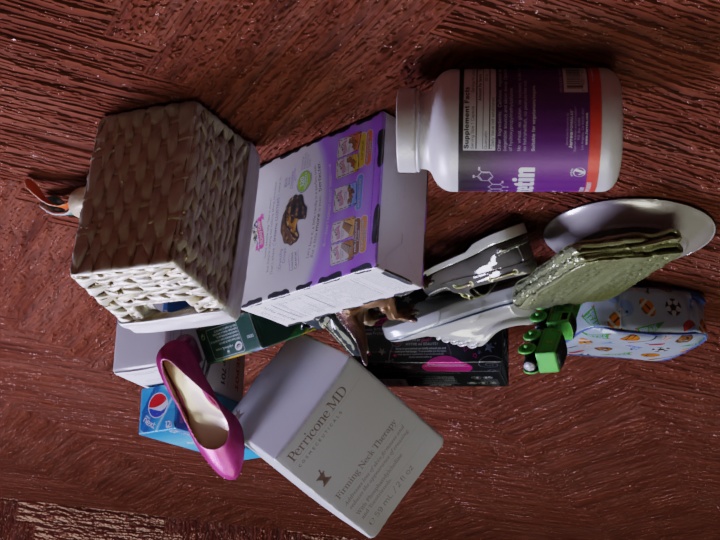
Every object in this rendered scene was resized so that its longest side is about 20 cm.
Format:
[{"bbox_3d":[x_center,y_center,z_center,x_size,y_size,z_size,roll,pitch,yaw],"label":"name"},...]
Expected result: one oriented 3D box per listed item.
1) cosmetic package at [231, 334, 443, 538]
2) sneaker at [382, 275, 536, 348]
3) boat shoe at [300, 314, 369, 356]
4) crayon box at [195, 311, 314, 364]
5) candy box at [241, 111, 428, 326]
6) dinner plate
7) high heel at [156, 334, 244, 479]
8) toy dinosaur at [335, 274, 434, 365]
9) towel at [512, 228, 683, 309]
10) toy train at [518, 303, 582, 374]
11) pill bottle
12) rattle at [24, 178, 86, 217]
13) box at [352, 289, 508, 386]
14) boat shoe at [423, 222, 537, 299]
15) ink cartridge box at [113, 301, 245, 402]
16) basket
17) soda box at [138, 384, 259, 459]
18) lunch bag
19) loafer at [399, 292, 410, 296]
[{"bbox_3d":[-0.037,0.214,1.686,0.200,0.167,0.166,43,168,-29],"label":"cosmetic package"},{"bbox_3d":[0.129,0.066,1.610,0.200,0.071,0.073,-16,-168,3],"label":"sneaker"},{"bbox_3d":[-0.068,0.035,1.525,0.066,0.075,0.199,-36,110,5],"label":"boat shoe"},{"bbox_3d":[-0.091,0.060,1.622,0.200,0.052,0.126,-20,180,-40],"label":"crayon box"},{"bbox_3d":[-0.027,-0.048,1.305,0.071,0.168,0.200,23,151,-40],"label":"candy box"},{"bbox_3d":[0.317,-0.036,1.507,0.200,0.024,0.200,1,159,0],"label":"dinner plate"},{"bbox_3d":[-0.199,0.179,1.583,0.067,0.200,0.096,-12,-170,11],"label":"high heel"},{"bbox_3d":[0.008,-0.001,1.457,0.086,0.200,0.135,24,178,45],"label":"toy dinosaur"},{"bbox_3d":[0.273,-0.001,1.489,0.148,0.037,0.200,-5,162,-19],"label":"towel"},{"bbox_3d":[0.241,0.063,1.577,0.056,0.200,0.042,-6,118,25],"label":"toy train"},{"bbox_3d":[0.134,-0.127,1.161,0.199,0.113,0.112,0,159,5],"label":"pill bottle"},{"bbox_3d":[-0.274,-0.031,1.426,0.199,0.143,0.130,1,178,-13],"label":"rattle"},{"bbox_3d":[0.098,0.087,1.721,0.199,0.115,0.132,0,160,10],"label":"box"},{"bbox_3d":[0.139,0.003,1.544,0.072,0.060,0.202,-21,174,-35],"label":"boat shoe"},{"bbox_3d":[-0.238,0.092,1.719,0.086,0.147,0.200,-10,156,25],"label":"ink cartridge box"},{"bbox_3d":[-0.193,-0.055,1.269,0.135,0.200,0.123,-7,153,22],"label":"basket"},{"bbox_3d":[-0.206,0.206,1.720,0.068,0.064,0.200,-13,155,31],"label":"soda box"},{"bbox_3d":[0.351,0.073,1.714,0.200,0.076,0.160,7,161,-18],"label":"lunch bag"},{"bbox_3d":[0.000,0.000,1.565,0.076,0.068,0.200,-14,154,36],"label":"loafer"}]
